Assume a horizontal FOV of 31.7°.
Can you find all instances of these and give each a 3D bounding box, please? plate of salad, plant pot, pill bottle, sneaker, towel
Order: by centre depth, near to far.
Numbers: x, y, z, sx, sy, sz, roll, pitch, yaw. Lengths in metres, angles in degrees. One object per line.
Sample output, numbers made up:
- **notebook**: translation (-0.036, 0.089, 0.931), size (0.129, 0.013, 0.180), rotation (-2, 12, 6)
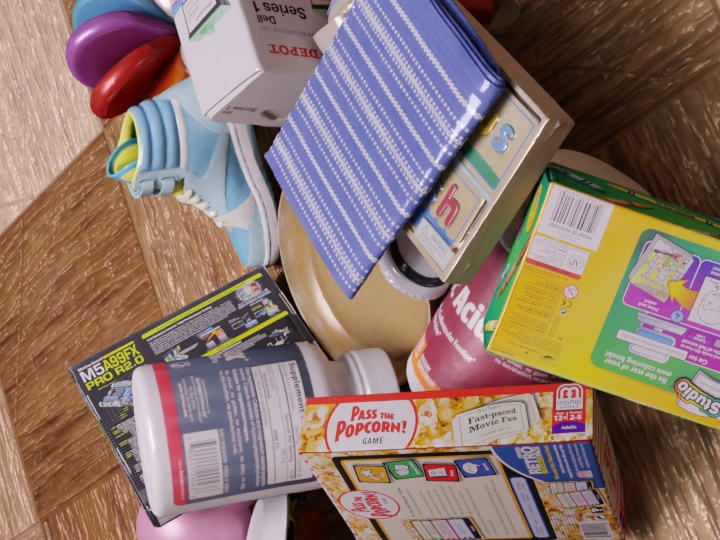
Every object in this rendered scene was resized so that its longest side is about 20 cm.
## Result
- **towel**: translation (0.012, -0.099, 0.851), size (0.200, 0.024, 0.145), rotation (-55, 51, 35)
- **pill bottle**: translation (0.125, 0.022, 0.906), size (0.114, 0.114, 0.200), rotation (48, 123, 32)
- **sneaker**: translation (0.066, -0.084, 0.937), size (0.115, 0.075, 0.200), rotation (124, 159, -46)
- **pill bottle**: translation (-0.073, 0.120, 1.005), size (0.120, 0.200, 0.120), rotation (172, 90, -75)
- **plant pot**: translation (0.000, 0.000, 1.053), size (0.200, 0.027, 0.200), rotation (31, 131, 42)
- **plate of salad**: translation (-0.072, 0.266, 1.069), size (0.200, 0.048, 0.201), rotation (-171, 90, -81)
- **sneaker**: translation (-0.151, -0.073, 1.122), size (0.080, 0.130, 0.200), rotation (36, 146, 56)

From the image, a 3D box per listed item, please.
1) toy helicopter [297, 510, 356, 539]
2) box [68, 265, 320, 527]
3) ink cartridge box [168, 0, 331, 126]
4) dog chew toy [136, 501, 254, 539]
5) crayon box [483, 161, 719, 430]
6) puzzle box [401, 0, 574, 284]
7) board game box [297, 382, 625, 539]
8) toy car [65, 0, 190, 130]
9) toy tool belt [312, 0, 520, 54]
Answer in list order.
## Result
- **toy helicopter**: translation (-0.041, 0.302, 1.103), size (0.200, 0.079, 0.132), rotation (-60, 31, 14)
- **box**: translation (-0.130, 0.106, 1.112), size (0.160, 0.200, 0.044), rotation (53, 163, 28)
- **ink cartridge box**: translation (-0.082, -0.229, 1.074), size (0.084, 0.145, 0.200), rotation (-30, 71, 41)
- **dog chew toy**: translation (-0.150, 0.223, 1.161), size (0.124, 0.124, 0.200), rotation (-2, 78, 44)
- **crayon box**: translation (0.190, 0.022, 0.802), size (0.200, 0.058, 0.119), rotation (19, 109, -1)
- **puzzle box**: translation (0.046, -0.105, 0.843), size (0.200, 0.025, 0.133), rotation (54, 126, 37)
- **board game box**: translation (0.075, 0.141, 0.887), size (0.200, 0.152, 0.046), rotation (-5, 52, 17)
- **toy car**: translation (-0.202, -0.193, 1.189), size (0.175, 0.150, 0.200), rotation (-46, 62, 36)
- **toy tool belt**: translation (0.033, -0.216, 0.963), size (0.200, 0.125, 0.123), rotation (147, 114, -67)
